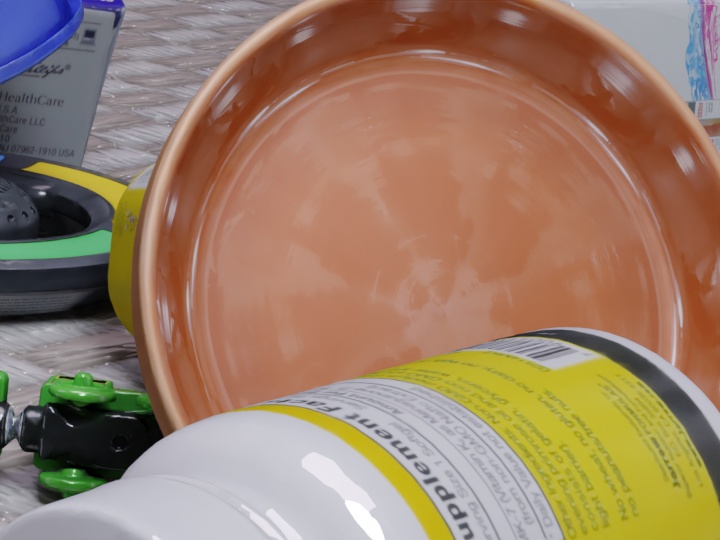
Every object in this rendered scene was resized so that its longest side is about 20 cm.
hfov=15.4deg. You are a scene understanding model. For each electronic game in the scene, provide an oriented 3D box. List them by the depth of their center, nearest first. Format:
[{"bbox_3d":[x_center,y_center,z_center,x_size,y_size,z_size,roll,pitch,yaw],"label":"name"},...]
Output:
[{"bbox_3d":[-0.173,-0.023,1.111,0.199,0.042,0.200,7,15,-2],"label":"electronic game"}]

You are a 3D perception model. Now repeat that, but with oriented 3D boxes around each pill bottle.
[{"bbox_3d":[0.003,0.083,0.644,0.114,0.115,0.199,18,18,35],"label":"pill bottle"}]

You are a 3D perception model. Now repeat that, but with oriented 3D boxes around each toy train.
[{"bbox_3d":[-0.081,0.053,0.872,0.199,0.042,0.056,7,4,-1],"label":"toy train"}]

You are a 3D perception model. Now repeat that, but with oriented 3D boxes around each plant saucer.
[{"bbox_3d":[0.027,0.010,0.808,0.199,0.202,0.032,2,-12,-18],"label":"plant saucer"}]

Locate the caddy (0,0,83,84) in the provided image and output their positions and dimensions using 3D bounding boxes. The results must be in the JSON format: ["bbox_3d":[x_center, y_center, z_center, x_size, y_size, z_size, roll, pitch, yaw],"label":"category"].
[{"bbox_3d":[-0.213,-0.095,1.088,0.199,0.106,0.141,-21,22,-11],"label":"caddy"}]

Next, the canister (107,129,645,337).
[{"bbox_3d":[0.000,0.000,0.933,0.148,0.087,0.200,6,-1,-18],"label":"canister"}]

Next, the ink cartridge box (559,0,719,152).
[{"bbox_3d":[0.106,-0.069,1.209,0.199,0.146,0.145,-4,19,-39],"label":"ink cartridge box"}]

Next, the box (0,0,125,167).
[{"bbox_3d":[-0.233,-0.134,1.271,0.183,0.105,0.200,5,29,-27],"label":"box"}]
